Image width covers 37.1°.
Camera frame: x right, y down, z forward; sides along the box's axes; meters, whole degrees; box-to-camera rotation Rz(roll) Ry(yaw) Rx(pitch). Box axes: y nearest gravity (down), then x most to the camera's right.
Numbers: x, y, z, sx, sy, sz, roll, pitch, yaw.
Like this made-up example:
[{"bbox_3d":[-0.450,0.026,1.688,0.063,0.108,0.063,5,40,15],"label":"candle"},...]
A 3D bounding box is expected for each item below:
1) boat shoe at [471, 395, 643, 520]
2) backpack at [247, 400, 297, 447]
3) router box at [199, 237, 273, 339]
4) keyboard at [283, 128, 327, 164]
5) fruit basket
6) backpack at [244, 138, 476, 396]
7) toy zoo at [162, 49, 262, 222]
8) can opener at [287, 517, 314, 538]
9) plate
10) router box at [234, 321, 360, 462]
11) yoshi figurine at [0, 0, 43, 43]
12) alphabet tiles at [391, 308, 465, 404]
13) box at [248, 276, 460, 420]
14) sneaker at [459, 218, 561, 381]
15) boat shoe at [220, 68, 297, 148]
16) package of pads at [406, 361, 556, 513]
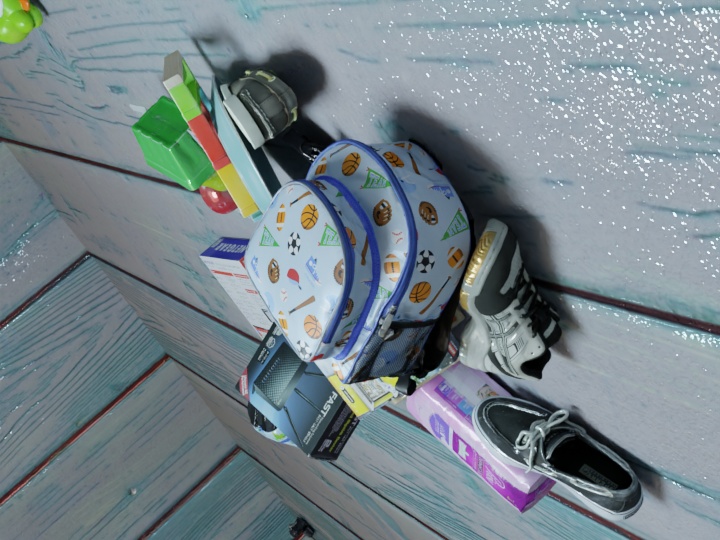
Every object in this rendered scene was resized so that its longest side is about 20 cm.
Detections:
[{"bbox_3d":[0.193,0.178,1.083,0.199,0.074,0.068,36,163,34],"label":"boat shoe"},{"bbox_3d":[-0.071,0.136,1.426,0.154,0.200,0.163,38,170,-35],"label":"backpack"},{"bbox_3d":[-0.150,0.036,1.649,0.180,0.049,0.200,55,161,-18],"label":"router box"},{"bbox_3d":[0.008,-0.082,1.075,0.200,0.040,0.104,41,-176,20],"label":"keyboard"},{"bbox_3d":[-0.190,-0.132,1.374,0.185,0.094,0.200,30,170,47],"label":"fruit basket"},{"bbox_3d":[0.000,-0.019,0.934,0.200,0.154,0.191,51,123,29],"label":"backpack"},{"bbox_3d":[-0.157,-0.139,1.178,0.200,0.020,0.131,61,-177,-23],"label":"toy zoo"},{"bbox_3d":[-0.200,0.820,3.384,0.079,0.063,0.200,47,162,2],"label":"can opener"},{"bbox_3d":[-0.120,-0.119,1.169,0.201,0.025,0.200,61,-177,-6],"label":"plate"},{"bbox_3d":[-0.044,0.106,1.296,0.150,0.201,0.062,35,-171,35],"label":"router box"},{"bbox_3d":[-0.566,-0.419,1.622,0.200,0.112,0.112,45,178,4],"label":"yoshi figurine"},{"bbox_3d":[0.010,0.046,1.162,0.200,0.166,0.006,50,-154,-5],"label":"alphabet tiles"},{"bbox_3d":[-0.005,0.045,1.142,0.200,0.136,0.038,53,-154,-7],"label":"box"},{"bbox_3d":[0.138,0.029,0.943,0.087,0.076,0.200,19,152,18],"label":"sneaker"},{"bbox_3d":[-0.098,-0.166,1.069,0.072,0.060,0.202,55,-179,-15],"label":"boat shoe"},{"bbox_3d":[0.138,0.176,1.213,0.200,0.076,0.121,41,164,22],"label":"package of pads"}]
